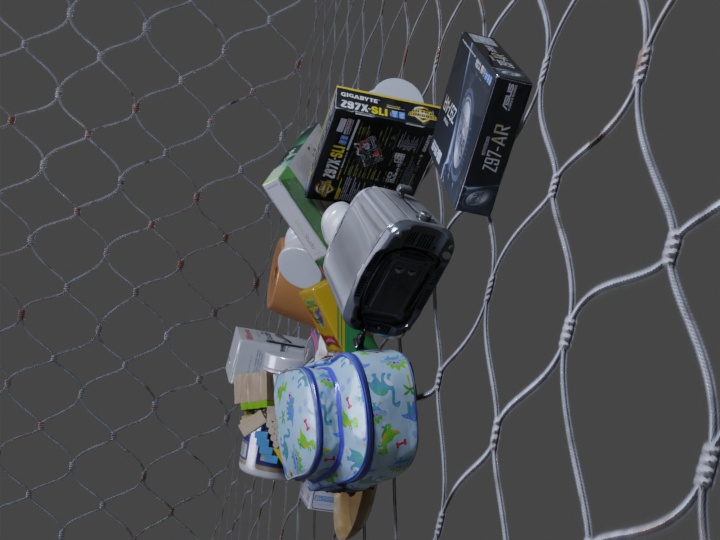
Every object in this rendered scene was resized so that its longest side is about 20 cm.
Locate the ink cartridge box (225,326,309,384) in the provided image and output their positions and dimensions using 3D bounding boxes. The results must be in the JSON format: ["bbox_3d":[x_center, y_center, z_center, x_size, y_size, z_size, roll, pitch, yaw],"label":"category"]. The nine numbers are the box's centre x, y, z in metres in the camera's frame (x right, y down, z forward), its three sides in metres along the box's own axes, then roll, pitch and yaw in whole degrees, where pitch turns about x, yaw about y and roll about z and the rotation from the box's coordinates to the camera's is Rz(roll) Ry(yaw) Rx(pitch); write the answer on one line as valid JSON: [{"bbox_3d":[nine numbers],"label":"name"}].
[{"bbox_3d":[-0.134,0.167,1.885,0.144,0.199,0.084,-147,68,-78],"label":"ink cartridge box"}]

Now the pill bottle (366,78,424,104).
[{"bbox_3d":[0.032,-0.210,1.621,0.200,0.111,0.113,125,153,-66],"label":"pill bottle"}]

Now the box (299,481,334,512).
[{"bbox_3d":[-0.047,0.280,1.702,0.117,0.060,0.201,171,109,-79],"label":"box"}]

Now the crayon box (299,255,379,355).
[{"bbox_3d":[-0.030,0.079,1.538,0.201,0.051,0.127,63,168,-1],"label":"crayon box"}]

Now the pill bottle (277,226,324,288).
[{"bbox_3d":[-0.061,-0.059,1.784,0.200,0.110,0.111,-55,-11,-47],"label":"pill bottle"}]

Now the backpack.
[{"bbox_3d":[-0.020,0.194,1.359,0.200,0.146,0.184,-29,64,56],"label":"backpack"}]

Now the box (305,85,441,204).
[{"bbox_3d":[0.018,-0.168,1.527,0.200,0.159,0.050,113,164,-51],"label":"box"}]

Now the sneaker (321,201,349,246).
[{"bbox_3d":[0.000,0.000,1.553,0.100,0.075,0.201,36,152,55],"label":"sneaker"}]

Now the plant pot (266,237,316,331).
[{"bbox_3d":[-0.097,0.017,2.000,0.200,0.139,0.201,-169,90,-78],"label":"plant pot"}]

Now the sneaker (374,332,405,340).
[{"bbox_3d":[0.036,-0.008,1.464,0.078,0.089,0.201,161,120,-77],"label":"sneaker"}]

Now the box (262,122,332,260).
[{"bbox_3d":[-0.070,-0.127,1.649,0.036,0.145,0.200,-23,22,28],"label":"box"}]

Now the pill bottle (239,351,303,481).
[{"bbox_3d":[-0.134,0.241,1.761,0.111,0.110,0.201,-158,77,-79],"label":"pill bottle"}]

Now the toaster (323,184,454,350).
[{"bbox_3d":[0.028,-0.010,1.353,0.201,0.113,0.129,-64,32,25],"label":"toaster"}]

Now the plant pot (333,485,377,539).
[{"bbox_3d":[-0.004,0.298,1.551,0.200,0.027,0.201,-169,90,-78],"label":"plant pot"}]

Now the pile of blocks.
[{"bbox_3d":[-0.137,0.251,1.672,0.201,0.082,0.062,62,-168,19],"label":"pile of blocks"}]

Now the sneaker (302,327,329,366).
[{"bbox_3d":[-0.059,0.158,1.625,0.074,0.081,0.200,-26,27,32],"label":"sneaker"}]

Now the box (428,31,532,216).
[{"bbox_3d":[0.135,-0.176,1.232,0.200,0.043,0.161,-102,25,-62],"label":"box"}]
